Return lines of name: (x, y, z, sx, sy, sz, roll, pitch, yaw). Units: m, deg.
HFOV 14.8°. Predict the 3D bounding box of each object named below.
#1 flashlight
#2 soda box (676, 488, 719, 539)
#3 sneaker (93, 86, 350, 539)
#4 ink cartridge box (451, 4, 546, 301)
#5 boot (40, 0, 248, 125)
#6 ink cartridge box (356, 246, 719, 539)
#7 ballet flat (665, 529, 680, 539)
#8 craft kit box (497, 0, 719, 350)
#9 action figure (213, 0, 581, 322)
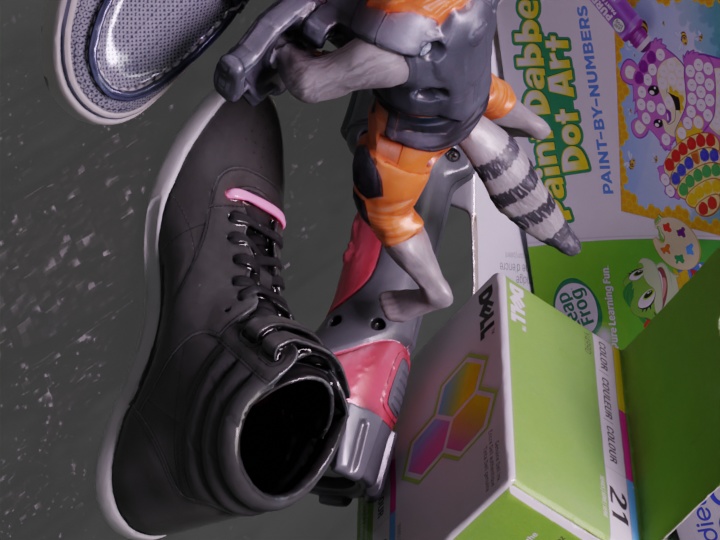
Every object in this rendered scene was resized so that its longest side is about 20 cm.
flashlight: (0.000, 0.000, 1.215, 0.068, 0.068, 0.200, 24, 67, -27)
soda box: (0.189, 0.103, 1.338, 0.063, 0.068, 0.200, -34, 107, -57)
sneaker: (-0.041, 0.015, 1.138, 0.071, 0.099, 0.200, 27, 69, -43)
ink cartridge box: (0.102, -0.076, 1.344, 0.197, 0.047, 0.200, 5, 89, -50)
boot: (-0.049, -0.144, 1.110, 0.073, 0.090, 0.200, 38, 74, -32)
ink cartridge box: (0.087, 0.059, 1.169, 0.076, 0.200, 0.148, 31, 30, -20)
ballet flat: (0.118, 0.110, 1.356, 0.200, 0.074, 0.074, 56, 52, -35)
craft kit box: (0.157, -0.048, 1.226, 0.048, 0.197, 0.200, -18, 103, -44)
action figure: (0.045, -0.097, 1.126, 0.200, 0.105, 0.194, -48, 146, -20)
